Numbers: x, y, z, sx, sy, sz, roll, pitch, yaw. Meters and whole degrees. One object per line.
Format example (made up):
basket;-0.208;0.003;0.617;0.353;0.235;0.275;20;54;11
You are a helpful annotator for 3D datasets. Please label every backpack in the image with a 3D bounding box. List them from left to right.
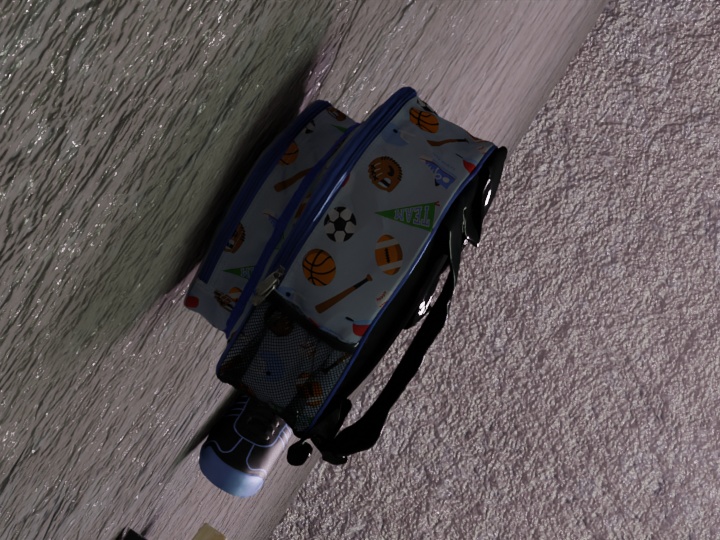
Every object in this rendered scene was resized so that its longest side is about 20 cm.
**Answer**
backpack;-0.003;-0.018;1.161;0.191;0.154;0.200;-50;-174;35

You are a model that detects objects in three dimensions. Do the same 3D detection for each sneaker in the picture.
sneaker;-0.093;0.136;1.784;0.078;0.070;0.200;-61;-179;23

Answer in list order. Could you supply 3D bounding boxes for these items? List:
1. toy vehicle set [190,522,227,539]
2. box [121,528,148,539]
toy vehicle set;-0.192;0.324;1.753;0.125;0.026;0.200;-59;176;25
box;-0.230;0.313;1.686;0.137;0.040;0.200;-54;175;-23
